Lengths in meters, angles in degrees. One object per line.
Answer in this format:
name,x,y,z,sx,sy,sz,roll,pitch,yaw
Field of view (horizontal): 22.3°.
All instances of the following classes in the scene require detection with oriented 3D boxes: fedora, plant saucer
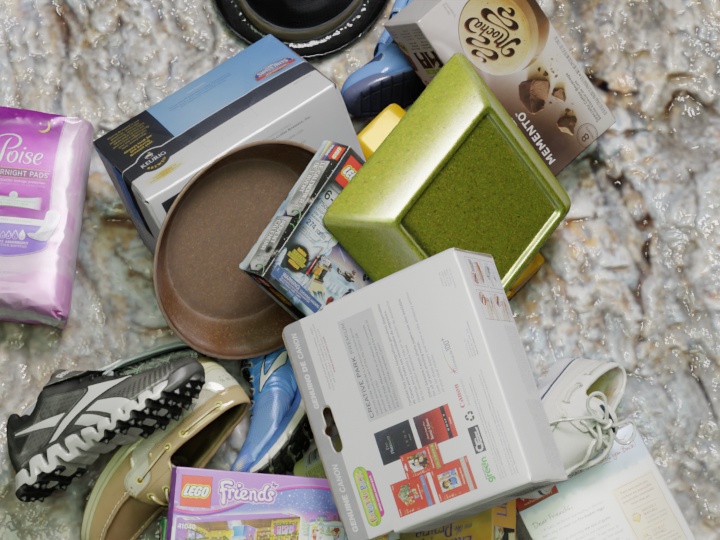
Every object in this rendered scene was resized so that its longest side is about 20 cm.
fedora,-0.053,-0.309,1.759,0.200,0.092,0.201,1,72,-2
plant saucer,0.093,-0.050,1.587,0.200,0.048,0.200,-51,124,-16
plant saucer,-0.096,-0.022,1.577,0.200,0.201,0.037,-38,37,-13

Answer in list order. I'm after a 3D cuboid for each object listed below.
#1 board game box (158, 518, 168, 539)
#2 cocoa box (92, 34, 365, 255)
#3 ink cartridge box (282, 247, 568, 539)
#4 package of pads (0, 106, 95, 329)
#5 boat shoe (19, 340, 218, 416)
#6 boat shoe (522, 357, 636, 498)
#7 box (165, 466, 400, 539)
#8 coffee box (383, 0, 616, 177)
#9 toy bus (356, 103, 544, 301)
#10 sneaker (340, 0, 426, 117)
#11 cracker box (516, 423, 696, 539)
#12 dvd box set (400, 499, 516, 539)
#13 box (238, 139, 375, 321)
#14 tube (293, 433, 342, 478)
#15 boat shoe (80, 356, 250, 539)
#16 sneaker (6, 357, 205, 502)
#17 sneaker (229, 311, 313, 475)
board game box,-0.080,0.293,1.574,0.199,0.029,0.135,8,77,-12
cocoa box,-0.113,-0.093,1.644,0.200,0.134,0.131,-33,39,-12
ink cartridge box,0.050,0.107,1.505,0.175,0.084,0.201,-23,76,24
package of pads,-0.315,-0.048,1.673,0.120,0.076,0.201,6,72,-4
boat shoe,-0.221,0.111,1.627,0.200,0.072,0.070,-24,75,-10
boat shoe,0.195,0.134,1.584,0.086,0.202,0.075,-6,108,25
box,-0.066,0.242,1.547,0.199,0.039,0.137,6,83,-11
coffee box,0.130,-0.182,1.690,0.113,0.080,0.200,-41,108,-15
toy bus,0.081,-0.059,1.694,0.200,0.078,0.065,44,75,11
sneaker,0.051,-0.220,1.750,0.200,0.074,0.082,-36,75,-20
cracker box,0.226,0.254,1.611,0.134,0.058,0.201,-24,75,-10
dvd box set,0.080,0.174,1.589,0.029,0.146,0.201,14,69,-33
box,0.000,0.000,1.593,0.040,0.200,0.137,18,70,49
tube,0.031,0.140,1.590,0.200,0.052,0.058,-37,88,21
boat shoe,-0.169,0.172,1.585,0.066,0.074,0.200,36,96,29
sneaker,-0.225,0.113,1.550,0.200,0.066,0.091,-32,69,15
sneaker,-0.076,0.105,1.642,0.089,0.079,0.200,19,64,11
